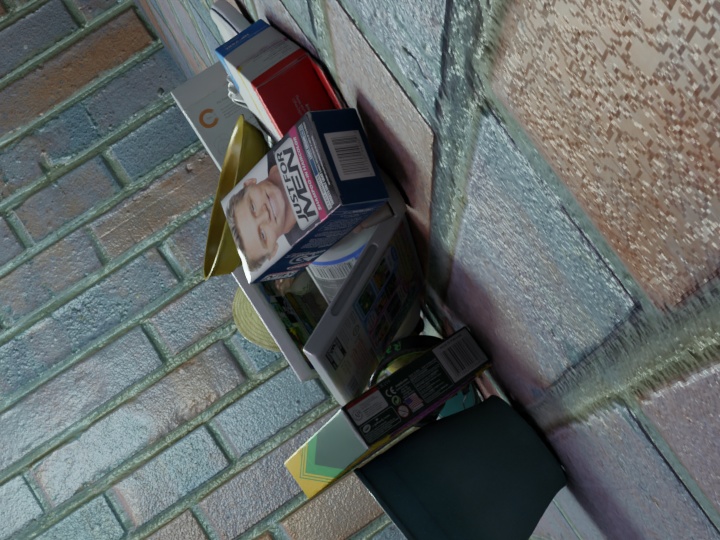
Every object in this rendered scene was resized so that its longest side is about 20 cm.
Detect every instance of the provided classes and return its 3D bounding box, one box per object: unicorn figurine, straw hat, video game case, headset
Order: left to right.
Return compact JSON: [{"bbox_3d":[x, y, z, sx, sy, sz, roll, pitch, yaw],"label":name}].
[{"bbox_3d":[-0.118,0.020,1.579,0.201,0.201,0.085,52,176,40],"label":"straw hat"},{"bbox_3d":[-0.088,0.050,1.399,0.200,0.022,0.182,57,-162,10],"label":"video game case"},{"bbox_3d":[-0.049,0.000,1.394,0.200,0.138,0.074,3,-163,-45],"label":"unicorn figurine"},{"bbox_3d":[0.010,0.047,1.173,0.024,0.182,0.200,25,164,20],"label":"video game case"},{"bbox_3d":[0.100,0.160,1.367,0.200,0.124,0.094,29,-152,-33],"label":"headset"}]

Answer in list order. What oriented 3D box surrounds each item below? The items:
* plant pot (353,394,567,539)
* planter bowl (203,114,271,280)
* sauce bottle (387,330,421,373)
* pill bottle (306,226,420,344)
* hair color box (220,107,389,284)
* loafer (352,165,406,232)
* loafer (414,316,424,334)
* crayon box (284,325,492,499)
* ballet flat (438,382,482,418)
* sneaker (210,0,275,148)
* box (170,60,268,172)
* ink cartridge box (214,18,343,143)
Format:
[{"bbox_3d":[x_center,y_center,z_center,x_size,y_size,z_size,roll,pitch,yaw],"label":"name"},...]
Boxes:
[{"bbox_3d":[0.125,0.250,1.219,0.200,0.188,0.200,51,174,7],"label":"plant pot"},{"bbox_3d":[-0.124,-0.077,1.253,0.083,0.201,0.200,13,-174,-14],"label":"planter bowl"},{"bbox_3d":[0.066,0.119,1.451,0.066,0.066,0.200,53,-176,32],"label":"sauce bottle"},{"bbox_3d":[0.000,0.000,1.301,0.114,0.114,0.200,52,173,45],"label":"pill bottle"},{"bbox_3d":[-0.061,-0.069,1.055,0.200,0.060,0.100,-37,69,51],"label":"hair color box"},{"bbox_3d":[-0.014,-0.092,1.128,0.072,0.063,0.200,58,175,-25],"label":"loafer"},{"bbox_3d":[0.008,0.027,1.475,0.201,0.070,0.068,51,176,-11],"label":"loafer"},{"bbox_3d":[0.029,0.161,1.196,0.058,0.200,0.173,54,143,9],"label":"crayon box"},{"bbox_3d":[0.139,0.188,1.477,0.200,0.067,0.070,61,-172,-25],"label":"ballet flat"},{"bbox_3d":[-0.137,-0.241,1.311,0.200,0.071,0.073,56,175,1],"label":"sneaker"},{"bbox_3d":[-0.176,-0.209,1.600,0.200,0.124,0.097,60,174,-33],"label":"box"},{"bbox_3d":[-0.076,-0.182,1.126,0.116,0.067,0.200,59,174,-33],"label":"ink cartridge box"}]
